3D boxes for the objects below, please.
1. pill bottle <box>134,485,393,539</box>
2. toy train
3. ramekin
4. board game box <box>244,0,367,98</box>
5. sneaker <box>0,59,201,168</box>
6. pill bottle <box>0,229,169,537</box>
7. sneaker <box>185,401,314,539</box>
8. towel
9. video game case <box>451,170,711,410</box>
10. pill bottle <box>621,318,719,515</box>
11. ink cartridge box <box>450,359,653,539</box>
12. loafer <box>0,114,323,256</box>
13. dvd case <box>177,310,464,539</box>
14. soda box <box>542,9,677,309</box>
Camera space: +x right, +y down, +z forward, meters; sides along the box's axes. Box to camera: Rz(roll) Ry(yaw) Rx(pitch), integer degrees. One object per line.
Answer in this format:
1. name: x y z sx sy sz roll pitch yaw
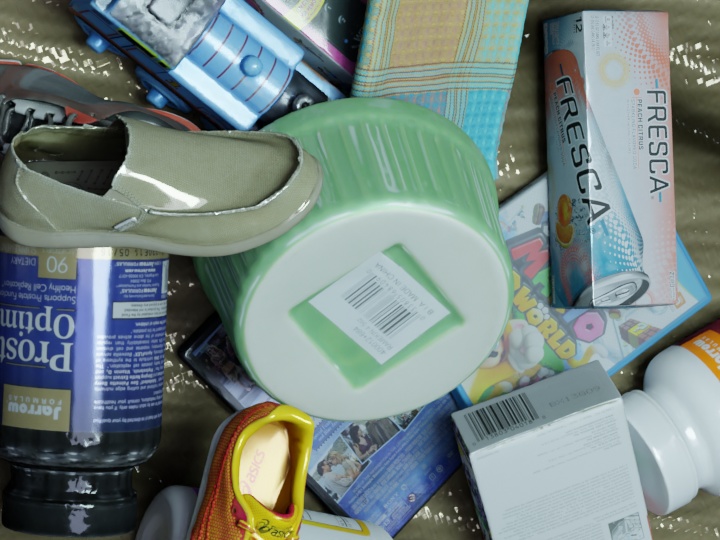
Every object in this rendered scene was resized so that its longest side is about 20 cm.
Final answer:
1. pill bottle: -0.044 0.207 1.754 0.200 0.104 0.104 13 90 -19
2. toy train: -0.097 -0.138 1.702 0.200 0.114 0.087 39 82 -18
3. ramekin: 0.000 0.000 1.689 0.200 0.098 0.200 -8 129 -10
4. board game box: -0.026 -0.225 1.749 0.200 0.064 0.148 39 80 -18
5. sneaker: -0.189 -0.088 1.676 0.200 0.082 0.077 9 92 -3
6. pill bottle: -0.178 0.062 1.691 0.112 0.112 0.200 2 93 -20
7. sneaker: -0.074 0.176 1.649 0.073 0.077 0.200 11 80 -22
8. towel: 0.053 -0.143 1.746 0.147 0.022 0.200 -10 118 -43
9. video game case: 0.132 0.015 1.838 0.200 0.018 0.143 -35 104 -20
10. pill bottle: 0.270 0.085 1.852 0.200 0.113 0.113 -28 103 -16
11. ink cartridge box: 0.136 0.165 1.823 0.109 0.050 0.200 -20 127 -5
12. loafer: -0.123 -0.054 1.598 0.200 0.076 0.068 -5 141 4
13. dvd case: -0.008 0.073 1.802 0.143 0.018 0.200 -46 108 -10
14. soda box: 0.167 -0.074 1.809 0.068 0.064 0.200 -2 88 -23
